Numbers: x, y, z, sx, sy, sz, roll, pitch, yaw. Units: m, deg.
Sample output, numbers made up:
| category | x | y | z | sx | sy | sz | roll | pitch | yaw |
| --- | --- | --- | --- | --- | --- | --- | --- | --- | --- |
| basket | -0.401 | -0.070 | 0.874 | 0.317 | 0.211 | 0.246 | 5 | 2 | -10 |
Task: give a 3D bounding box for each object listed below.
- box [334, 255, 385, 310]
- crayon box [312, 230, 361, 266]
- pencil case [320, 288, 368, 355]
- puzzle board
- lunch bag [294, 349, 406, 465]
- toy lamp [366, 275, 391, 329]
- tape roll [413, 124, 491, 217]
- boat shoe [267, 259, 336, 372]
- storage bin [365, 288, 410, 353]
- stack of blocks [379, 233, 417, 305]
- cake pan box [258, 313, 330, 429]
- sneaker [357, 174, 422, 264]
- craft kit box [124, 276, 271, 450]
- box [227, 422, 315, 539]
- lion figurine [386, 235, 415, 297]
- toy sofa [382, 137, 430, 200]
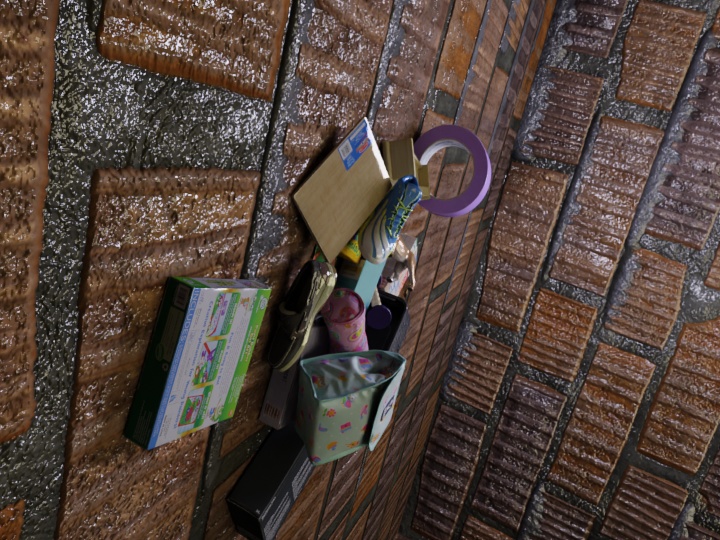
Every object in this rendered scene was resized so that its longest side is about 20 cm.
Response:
| category | x | y | z | sx | sy | sz | roll | pitch | yaw |
| --- | --- | --- | --- | --- | --- | --- | --- | --- | --- |
| box | 0.000 | 0.000 | 1.179 | 0.048 | 0.081 | 0.205 | 25 | 82 | -33 |
| crayon box | -0.017 | -0.096 | 1.102 | 0.206 | 0.050 | 0.127 | -69 | 162 | -3 |
| pencil case | -0.026 | 0.126 | 1.099 | 0.088 | 0.085 | 0.203 | -56 | 157 | -35 |
| puzzle board | -0.027 | -0.136 | 0.993 | 0.201 | 0.017 | 0.153 | -52 | 136 | -25 |
| lunch bag | -0.012 | 0.239 | 1.066 | 0.194 | 0.123 | 0.175 | -8 | 127 | -25 |
| toy lamp | 0.026 | 0.047 | 1.237 | 0.202 | 0.056 | 0.060 | -99 | -164 | -60 |
| tape roll | 0.205 | -0.231 | 1.373 | 0.065 | 0.195 | 0.206 | 4 | 106 | -69 |
| boat shoe | -0.112 | 0.072 | 0.980 | 0.064 | 0.073 | 0.205 | 22 | 95 | -46 |
| storage bin | 0.018 | 0.151 | 1.309 | 0.204 | 0.132 | 0.094 | -63 | 160 | -20 |
| stack of blocks | 0.077 | -0.001 | 1.450 | 0.202 | 0.057 | 0.117 | -58 | 157 | -35 |
| cake pan box | -0.107 | 0.182 | 1.118 | 0.184 | 0.051 | 0.206 | -5 | 113 | -72 |
| sneaker | 0.057 | -0.107 | 1.070 | 0.105 | 0.074 | 0.203 | -50 | -166 | 47 |
| craft kit box | -0.206 | 0.112 | 0.776 | 0.197 | 0.047 | 0.206 | 9 | 100 | -69 |
| box | -0.162 | 0.403 | 1.131 | 0.201 | 0.077 | 0.144 | -54 | 158 | -40 |
| lion figurine | 0.087 | -0.048 | 1.348 | 0.203 | 0.070 | 0.124 | 65 | 36 | -39 |
| toy sofa | 0.089 | -0.211 | 1.272 | 0.199 | 0.094 | 0.086 | 22 | 64 | -71 |
